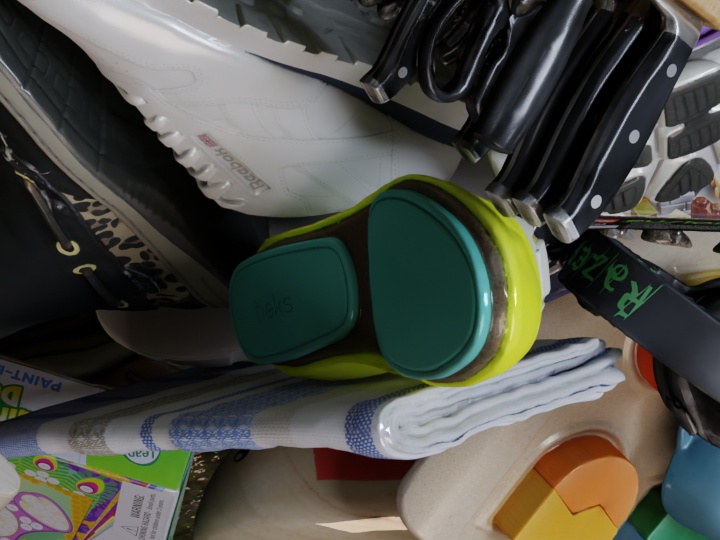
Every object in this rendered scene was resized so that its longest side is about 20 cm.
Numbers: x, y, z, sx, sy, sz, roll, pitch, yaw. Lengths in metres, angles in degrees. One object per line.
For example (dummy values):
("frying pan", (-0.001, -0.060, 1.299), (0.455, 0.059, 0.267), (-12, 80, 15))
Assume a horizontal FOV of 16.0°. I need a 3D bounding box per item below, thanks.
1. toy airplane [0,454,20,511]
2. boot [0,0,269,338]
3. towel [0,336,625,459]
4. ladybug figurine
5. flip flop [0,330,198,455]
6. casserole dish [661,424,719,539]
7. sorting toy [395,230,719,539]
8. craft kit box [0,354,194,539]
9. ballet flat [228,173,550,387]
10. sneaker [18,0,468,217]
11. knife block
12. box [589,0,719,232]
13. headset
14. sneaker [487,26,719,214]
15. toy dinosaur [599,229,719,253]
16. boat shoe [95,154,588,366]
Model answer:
("toy airplane", (-0.213, -0.012, 0.843), (0.141, 0.199, 0.200), (-49, 140, -3))
("boot", (-0.142, -0.036, 0.921), (0.153, 0.074, 0.204), (-14, 141, 25))
("towel", (-0.024, 0.049, 0.915), (0.200, 0.024, 0.147), (-6, -176, 38))
("ladybug figurine", (0.023, 0.103, 1.156), (0.199, 0.072, 0.136), (4, 161, -16))
("flip flop", (-0.085, 0.052, 1.081), (0.200, 0.058, 0.081), (-16, 147, 16))
("casserole dish", (0.212, 0.081, 1.105), (0.200, 0.039, 0.121), (19, 108, -46))
("sorting toy", (0.135, 0.070, 1.087), (0.200, 0.036, 0.185), (30, 102, -41))
("craft kit box", (-0.177, 0.097, 1.101), (0.197, 0.049, 0.200), (18, 146, 1))
("ballet flat", (0.022, 0.004, 0.837), (0.067, 0.067, 0.200), (-5, 179, -25))
("sneaker", (-0.044, -0.061, 0.871), (0.200, 0.076, 0.081), (23, 116, -36))
("knife block", (0.089, -0.112, 0.736), (0.200, 0.176, 0.064), (-27, 143, 30))
("box", (0.165, -0.067, 0.874), (0.199, 0.110, 0.035), (1, 174, -7))
("headset", (0.150, 0.058, 0.960), (0.200, 0.124, 0.094), (31, 96, -26))
("sneaker", (0.121, -0.089, 0.827), (0.200, 0.083, 0.081), (-31, 155, -10))
("toy dinosaur", (0.132, -0.056, 0.928), (0.199, 0.103, 0.077), (11, -177, -11))
("boat shoe", (0.000, 0.000, 1.004), (0.200, 0.075, 0.093), (-11, 163, 27))
